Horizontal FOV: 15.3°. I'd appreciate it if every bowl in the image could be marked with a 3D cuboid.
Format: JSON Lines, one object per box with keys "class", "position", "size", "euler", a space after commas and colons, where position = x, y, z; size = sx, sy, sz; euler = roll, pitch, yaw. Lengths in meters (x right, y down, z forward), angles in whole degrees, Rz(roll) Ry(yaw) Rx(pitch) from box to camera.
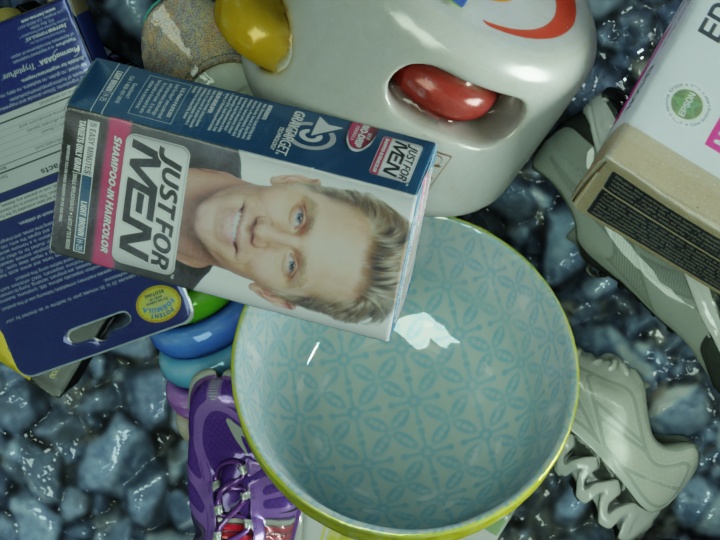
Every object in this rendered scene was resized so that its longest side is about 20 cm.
{"class": "bowl", "position": [0.024, 0.076, 1.549], "size": [0.199, 0.108, 0.201], "euler": [1, 65, -2]}

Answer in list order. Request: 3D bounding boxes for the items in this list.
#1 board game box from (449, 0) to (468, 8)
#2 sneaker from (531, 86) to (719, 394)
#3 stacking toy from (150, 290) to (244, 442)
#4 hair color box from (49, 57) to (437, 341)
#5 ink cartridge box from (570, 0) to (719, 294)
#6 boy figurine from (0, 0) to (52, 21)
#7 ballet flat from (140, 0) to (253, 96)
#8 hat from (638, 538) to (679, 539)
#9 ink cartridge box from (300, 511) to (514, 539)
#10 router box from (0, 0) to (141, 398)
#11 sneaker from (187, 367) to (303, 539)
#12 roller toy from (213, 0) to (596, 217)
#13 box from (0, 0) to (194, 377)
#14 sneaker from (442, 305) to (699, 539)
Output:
{"class": "board game box", "position": [0.045, -0.242, 1.515], "size": [0.134, 0.200, 0.045], "euler": [35, 128, 1]}
{"class": "sneaker", "position": [0.176, -0.010, 1.613], "size": [0.079, 0.074, 0.201], "euler": [-31, 90, 25]}
{"class": "stacking toy", "position": [-0.104, 0.008, 1.620], "size": [0.085, 0.085, 0.201], "euler": [-15, 118, 12]}
{"class": "hair color box", "position": [-0.066, -0.040, 1.476], "size": [0.199, 0.061, 0.100], "euler": [14, 124, 6]}
{"class": "ink cartridge box", "position": [0.240, -0.085, 1.528], "size": [0.164, 0.075, 0.200], "euler": [30, 67, 1]}
{"class": "boy figurine", "position": [-0.214, -0.120, 1.599], "size": [0.124, 0.064, 0.200], "euler": [-38, 94, -2]}
{"class": "ballet flat", "position": [-0.072, -0.080, 1.587], "size": [0.068, 0.067, 0.200], "euler": [-33, 137, -7]}
{"class": "hat", "position": [0.178, 0.209, 1.626], "size": [0.200, 0.201, 0.081], "euler": [-11, 67, 11]}
{"class": "ink cartridge box", "position": [-0.008, 0.181, 1.665], "size": [0.145, 0.048, 0.200], "euler": [30, 117, 3]}
{"class": "router box", "position": [-0.196, -0.045, 1.670], "size": [0.149, 0.051, 0.200], "euler": [32, 103, 2]}
{"class": "sneaker", "position": [-0.070, 0.154, 1.598], "size": [0.080, 0.083, 0.201], "euler": [2, 114, 16]}
{"class": "roller toy", "position": [0.029, -0.127, 1.540], "size": [0.182, 0.200, 0.140], "euler": [45, 123, 15]}
{"class": "box", "position": [-0.181, -0.048, 1.556], "size": [0.121, 0.032, 0.201], "euler": [-19, 98, 16]}
{"class": "sneaker", "position": [0.125, 0.072, 1.637], "size": [0.081, 0.075, 0.200], "euler": [-42, 100, 6]}
